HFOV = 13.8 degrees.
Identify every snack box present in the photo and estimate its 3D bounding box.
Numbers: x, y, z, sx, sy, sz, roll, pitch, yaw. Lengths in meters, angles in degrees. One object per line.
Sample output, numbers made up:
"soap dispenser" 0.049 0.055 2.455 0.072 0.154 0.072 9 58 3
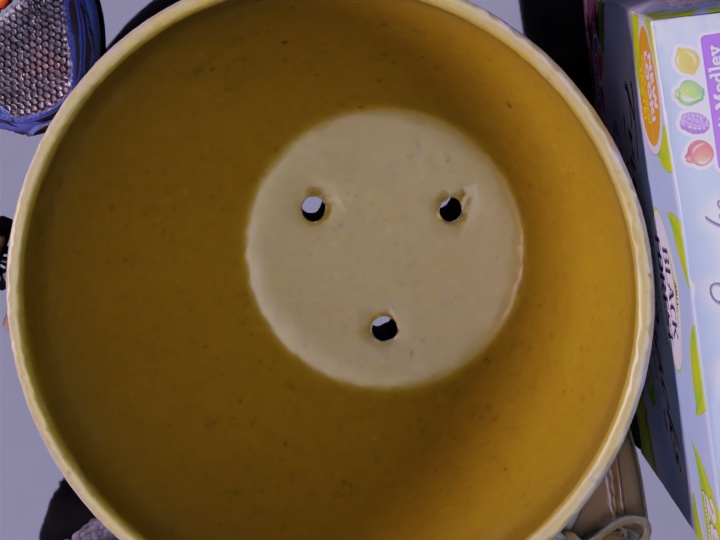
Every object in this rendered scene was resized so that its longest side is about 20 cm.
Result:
"snack box" 0.120 -0.008 0.955 0.067 0.200 0.169 -9 97 -2

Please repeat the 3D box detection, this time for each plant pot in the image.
"plant pot" 0.000 0.000 0.972 0.199 0.142 0.201 1 98 9

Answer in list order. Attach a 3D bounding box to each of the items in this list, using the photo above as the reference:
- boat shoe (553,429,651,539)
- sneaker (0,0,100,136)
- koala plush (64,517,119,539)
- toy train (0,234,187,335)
"boat shoe" 0.067 0.133 1.039 0.073 0.063 0.201 0 97 -2
"sneaker" -0.152 -0.133 0.988 0.075 0.078 0.200 -30 97 2
"koala plush" -0.040 0.187 1.011 0.177 0.184 0.201 4 118 -4
"toy train" -0.149 -0.007 1.020 0.199 0.046 0.034 22 96 -5
